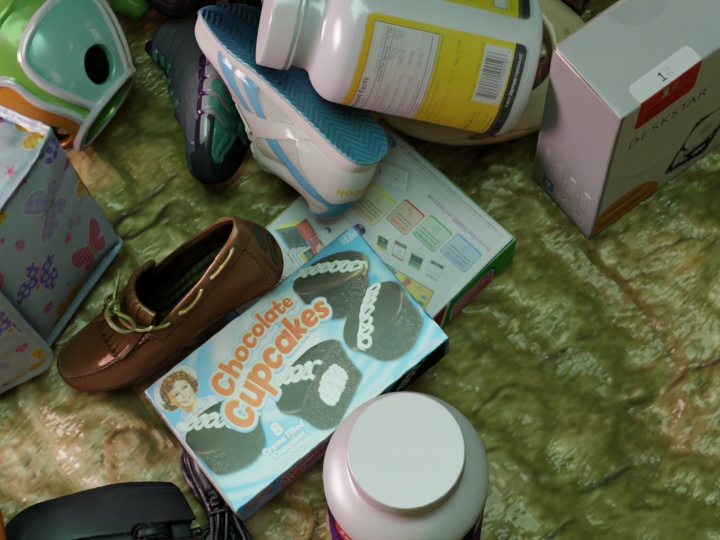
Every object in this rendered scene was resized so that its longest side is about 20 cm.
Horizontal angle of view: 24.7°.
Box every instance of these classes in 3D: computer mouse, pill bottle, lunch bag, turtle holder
[{"bbox_3d":[-0.179,0.192,1.198,0.197,0.053,0.140,-16,68,-5],"label":"computer mouse"},{"bbox_3d":[0.031,0.154,1.128,0.111,0.200,0.114,-1,66,2],"label":"pill bottle"},{"bbox_3d":[-0.287,0.000,1.218,0.126,0.170,0.201,26,69,24],"label":"lunch bag"},{"bbox_3d":[0.027,-0.172,1.215,0.197,0.112,0.113,11,66,-10],"label":"pill bottle"},{"bbox_3d":[-0.247,-0.174,1.328,0.131,0.142,0.186,34,30,0],"label":"turtle holder"}]

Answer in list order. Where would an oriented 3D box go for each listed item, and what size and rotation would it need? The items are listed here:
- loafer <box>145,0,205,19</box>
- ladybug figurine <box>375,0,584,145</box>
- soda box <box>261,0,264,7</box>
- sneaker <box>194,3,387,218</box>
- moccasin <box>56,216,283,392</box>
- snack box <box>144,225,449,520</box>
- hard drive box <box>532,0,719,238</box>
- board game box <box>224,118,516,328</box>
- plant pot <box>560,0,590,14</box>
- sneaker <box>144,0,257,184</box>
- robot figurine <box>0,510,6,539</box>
[{"bbox_3d":[-0.192,-0.292,1.304,0.200,0.072,0.073,41,71,-3],"label":"loafer"},{"bbox_3d":[0.088,-0.162,1.325,0.197,0.072,0.138,-5,75,-8],"label":"ladybug figurine"},{"bbox_3d":[-0.046,-0.249,1.322,0.070,0.063,0.203,-5,99,9],"label":"soda box"},{"bbox_3d":[-0.067,-0.127,1.269,0.076,0.081,0.200,-20,61,-42],"label":"sneaker"},{"bbox_3d":[-0.152,0.025,1.224,0.200,0.078,0.074,-28,48,25],"label":"moccasin"},{"bbox_3d":[-0.046,0.074,1.209,0.199,0.037,0.116,-39,71,-9],"label":"snack box"},{"bbox_3d":[0.218,-0.134,1.247,0.155,0.200,0.077,-35,70,-12],"label":"hard drive box"},{"bbox_3d":[0.000,0.000,1.282,0.200,0.040,0.153,-43,72,-15],"label":"board game box"},{"bbox_3d":[0.136,-0.339,1.331,0.198,0.187,0.188,29,70,5],"label":"plant pot"},{"bbox_3d":[-0.137,-0.154,1.349,0.086,0.075,0.202,-7,59,19],"label":"sneaker"},{"bbox_3d":[-0.311,0.226,1.153,0.115,0.144,0.202,-8,65,-26],"label":"robot figurine"}]
